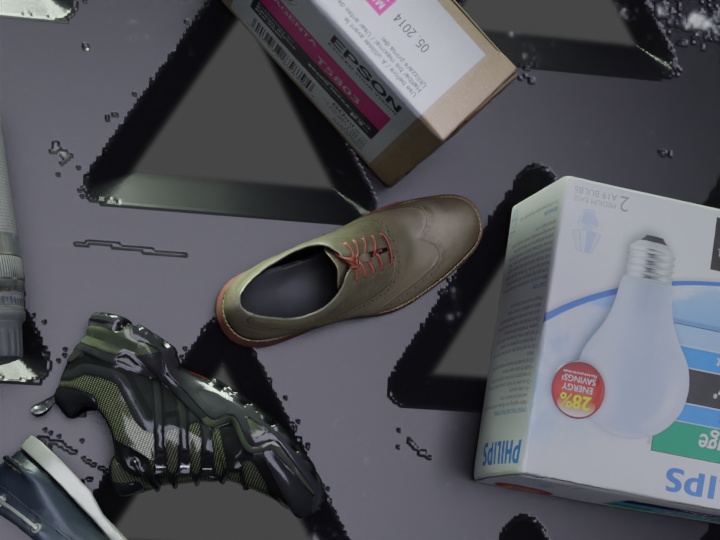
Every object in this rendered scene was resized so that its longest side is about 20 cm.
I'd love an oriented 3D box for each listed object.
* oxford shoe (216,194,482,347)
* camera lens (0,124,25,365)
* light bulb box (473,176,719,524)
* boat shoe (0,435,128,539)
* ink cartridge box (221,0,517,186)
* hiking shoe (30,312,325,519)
[{"bbox_3d":[0.000,0.000,1.179,0.199,0.075,0.071,-26,87,-13],"label":"oxford shoe"},{"bbox_3d":[-0.298,-0.033,1.085,0.159,0.160,0.202,-9,85,-11],"label":"camera lens"},{"bbox_3d":[0.197,0.061,1.183,0.197,0.125,0.202,11,80,-9],"label":"light bulb box"},{"bbox_3d":[-0.170,0.199,1.124,0.062,0.075,0.200,-42,90,-14],"label":"boat shoe"},{"bbox_3d":[-0.005,-0.164,1.152,0.075,0.165,0.200,-42,91,-12],"label":"ink cartridge box"},{"bbox_3d":[-0.118,0.117,1.153,0.199,0.076,0.101,35,87,5],"label":"hiking shoe"}]
